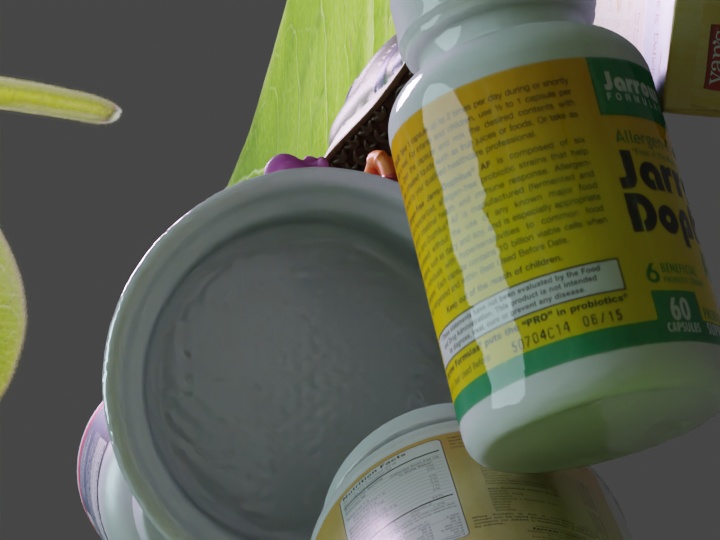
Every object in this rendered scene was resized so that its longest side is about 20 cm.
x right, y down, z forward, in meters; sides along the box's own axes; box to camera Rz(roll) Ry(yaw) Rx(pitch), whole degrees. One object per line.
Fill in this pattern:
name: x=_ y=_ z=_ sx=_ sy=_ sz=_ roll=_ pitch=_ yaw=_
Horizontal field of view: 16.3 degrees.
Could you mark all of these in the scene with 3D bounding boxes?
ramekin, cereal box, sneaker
ramekin: x=-0.023 y=0.054 z=1.199 sx=0.098 sy=0.200 sz=0.201 roll=162 pitch=116 yaw=-83
cereal box: x=0.133 y=-0.143 z=1.115 sx=0.200 sy=0.039 sz=0.144 roll=-141 pitch=57 yaw=-79
sneaker: x=0.051 y=-0.120 z=1.377 sx=0.200 sy=0.067 sz=0.090 roll=-40 pitch=23 yaw=35

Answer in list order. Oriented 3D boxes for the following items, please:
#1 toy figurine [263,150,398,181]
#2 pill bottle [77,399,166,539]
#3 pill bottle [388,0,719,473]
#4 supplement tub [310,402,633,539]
toy figurine: x=0.000 y=0.000 z=1.312 sx=0.150 sy=0.184 sz=0.201 roll=-167 pitch=91 yaw=-69
pill bottle: x=-0.084 y=0.114 z=1.343 sx=0.200 sy=0.119 sz=0.120 roll=-175 pitch=93 yaw=-78
pill bottle: x=0.074 y=-0.029 z=1.014 sx=0.113 sy=0.112 sz=0.201 roll=117 pitch=142 yaw=-65
supplement tub: x=0.052 y=0.149 z=1.045 sx=0.200 sy=0.144 sz=0.145 roll=-106 pitch=25 yaw=-70
